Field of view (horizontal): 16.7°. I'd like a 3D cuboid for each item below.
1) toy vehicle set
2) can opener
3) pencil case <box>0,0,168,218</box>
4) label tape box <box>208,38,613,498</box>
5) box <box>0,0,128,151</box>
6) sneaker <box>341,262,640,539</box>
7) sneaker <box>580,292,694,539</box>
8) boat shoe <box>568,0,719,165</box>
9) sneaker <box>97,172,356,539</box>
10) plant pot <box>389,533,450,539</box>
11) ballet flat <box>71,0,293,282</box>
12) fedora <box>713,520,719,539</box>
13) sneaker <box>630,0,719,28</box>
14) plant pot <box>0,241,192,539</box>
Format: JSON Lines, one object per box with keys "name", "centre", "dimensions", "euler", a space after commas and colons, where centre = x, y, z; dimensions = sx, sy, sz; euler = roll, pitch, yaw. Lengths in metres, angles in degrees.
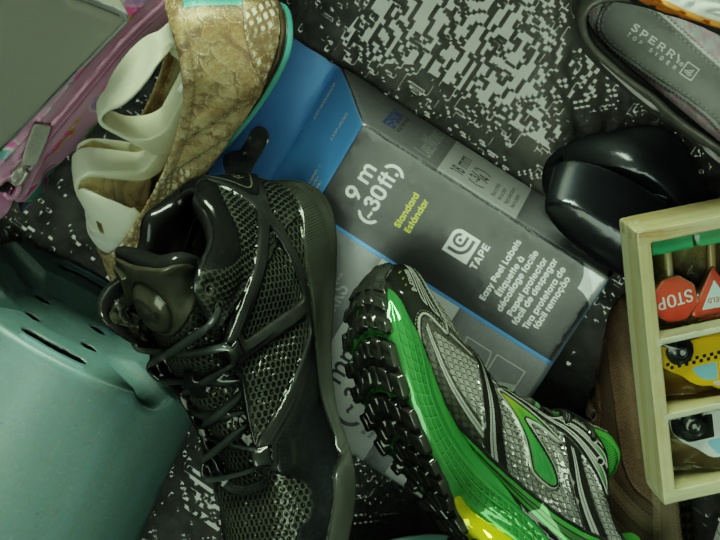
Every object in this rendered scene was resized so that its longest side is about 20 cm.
{"name": "toy vehicle set", "centre": [0.216, 0.020, 1.076], "dimensions": [0.199, 0.027, 0.125], "euler": [-12, 107, -9]}
{"name": "can opener", "centre": [0.167, 0.002, 1.116], "dimensions": [0.199, 0.079, 0.063], "euler": [32, 149, -12]}
{"name": "pencil case", "centre": [-0.124, -0.115, 1.133], "dimensions": [0.087, 0.087, 0.200], "euler": [44, 109, -3]}
{"name": "label tape box", "centre": [0.000, 0.000, 1.152], "dimensions": [0.199, 0.063, 0.145], "euler": [32, 111, 2]}
{"name": "box", "centre": [-0.213, -0.160, 1.074], "dimensions": [0.109, 0.128, 0.200], "euler": [-42, 60, 22]}
{"name": "sneaker", "centre": [0.062, 0.079, 1.100], "dimensions": [0.085, 0.078, 0.200], "euler": [-37, 103, -15]}
{"name": "sneaker", "centre": [0.118, 0.107, 1.154], "dimensions": [0.075, 0.070, 0.201], "euler": [-2, 106, 15]}
{"name": "boat shoe", "centre": [0.177, -0.068, 1.092], "dimensions": [0.199, 0.057, 0.067], "euler": [33, 110, 2]}
{"name": "sneaker", "centre": [-0.061, 0.053, 1.064], "dimensions": [0.076, 0.114, 0.201], "euler": [-11, 77, 41]}
{"name": "plant pot", "centre": [-0.021, 0.229, 1.162], "dimensions": [0.160, 0.200, 0.202], "euler": [-9, 106, 42]}
{"name": "ballet flat", "centre": [-0.096, -0.058, 1.119], "dimensions": [0.065, 0.071, 0.200], "euler": [9, 133, -23]}
{"name": "fedora", "centre": [0.218, 0.132, 1.077], "dimensions": [0.199, 0.177, 0.091], "euler": [-16, 100, -22]}
{"name": "sneaker", "centre": [0.189, -0.144, 1.034], "dimensions": [0.199, 0.076, 0.093], "euler": [4, 102, -24]}
{"name": "plant pot", "centre": [-0.183, 0.101, 1.167], "dimensions": [0.200, 0.200, 0.197], "euler": [30, 104, 3]}
